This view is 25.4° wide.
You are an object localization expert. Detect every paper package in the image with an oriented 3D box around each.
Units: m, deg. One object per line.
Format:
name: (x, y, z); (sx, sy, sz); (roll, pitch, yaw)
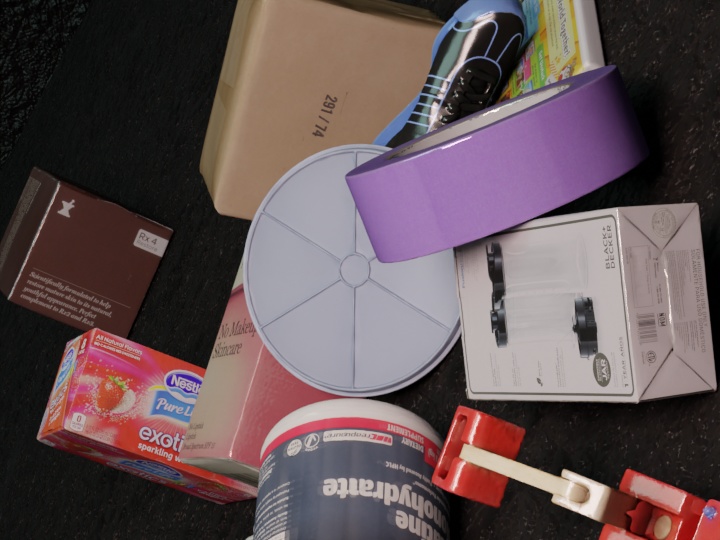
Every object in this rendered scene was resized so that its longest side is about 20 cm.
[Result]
paper package: (-0.027, -0.140, 1.375); (0.104, 0.189, 0.201); (-123, 47, -65)

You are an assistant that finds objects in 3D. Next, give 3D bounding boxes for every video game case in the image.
video game case: (0.129, -0.168, 1.308); (0.182, 0.023, 0.201); (-48, 28, 38)

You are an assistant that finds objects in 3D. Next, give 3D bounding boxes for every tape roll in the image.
tape roll: (0.092, -0.073, 1.088); (0.199, 0.066, 0.200); (-23, 7, 3)

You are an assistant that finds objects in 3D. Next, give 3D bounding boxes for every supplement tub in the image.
supplement tub: (-0.007, 0.204, 1.105); (0.140, 0.140, 0.201); (-45, 32, 42)

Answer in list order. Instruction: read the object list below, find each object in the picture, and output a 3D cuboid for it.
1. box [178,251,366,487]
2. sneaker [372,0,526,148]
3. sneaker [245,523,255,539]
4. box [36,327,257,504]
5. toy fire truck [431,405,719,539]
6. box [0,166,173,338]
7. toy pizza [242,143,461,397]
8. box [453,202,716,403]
box: (-0.062, 0.085, 1.378); (0.128, 0.108, 0.201); (-15, 55, 63)
sneaker: (0.076, -0.126, 1.280); (0.200, 0.070, 0.078); (-57, 32, 31)
sneaker: (-0.055, 0.253, 1.239); (0.200, 0.080, 0.147); (-157, 86, -73)
box: (-0.184, 0.138, 1.480); (0.095, 0.199, 0.100); (-24, 47, 60)
toy fire truck: (0.138, 0.128, 0.854); (0.200, 0.140, 0.049); (9, 76, 67)
box: (-0.368, -0.022, 2.080); (0.165, 0.165, 0.200); (-66, 22, 0)
toy pizza: (0.000, 0.000, 1.280); (0.201, 0.199, 0.032); (-63, -19, 8)
box: (0.135, 0.023, 1.012); (0.200, 0.060, 0.118); (-10, 86, 64)
